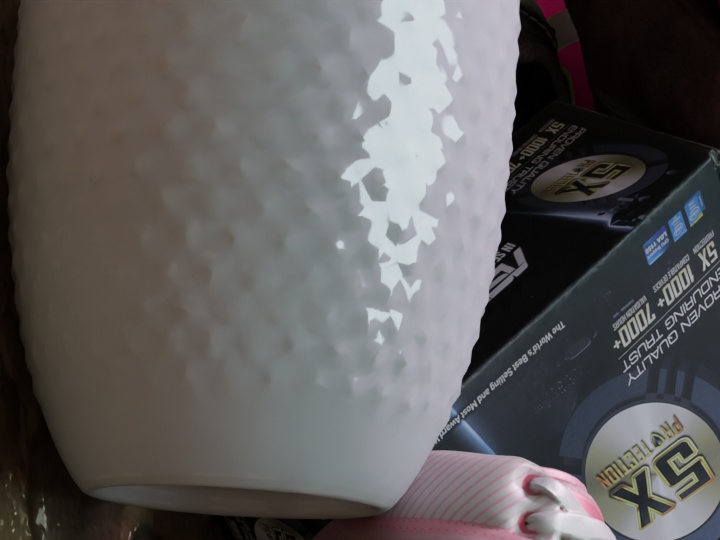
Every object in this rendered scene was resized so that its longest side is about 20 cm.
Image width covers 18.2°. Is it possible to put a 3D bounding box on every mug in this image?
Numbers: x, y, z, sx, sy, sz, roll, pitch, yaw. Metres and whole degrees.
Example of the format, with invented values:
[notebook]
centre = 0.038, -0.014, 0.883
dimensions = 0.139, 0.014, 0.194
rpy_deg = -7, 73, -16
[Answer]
[mug]
centre = -0.035, -0.015, 0.675
dimensions = 0.200, 0.147, 0.176
rpy_deg = 135, -40, -74

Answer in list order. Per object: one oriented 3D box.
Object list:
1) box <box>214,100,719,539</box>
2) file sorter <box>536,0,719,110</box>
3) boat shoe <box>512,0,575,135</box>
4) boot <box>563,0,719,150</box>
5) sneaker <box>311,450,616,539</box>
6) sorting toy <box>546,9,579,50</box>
[box]
centre = 0.055, 0.066, 0.803
dimensions = 0.200, 0.086, 0.164
rpy_deg = -40, 128, -24
[file sorter]
centre = 0.155, -0.076, 1.027
dimensions = 0.125, 0.139, 0.200
rpy_deg = 16, 36, -45
[boat shoe]
centre = 0.052, -0.019, 0.964
dimensions = 0.061, 0.072, 0.202
rpy_deg = -111, -160, -57
[boot]
centre = 0.121, -0.101, 0.855
dimensions = 0.166, 0.072, 0.200
rpy_deg = -125, -162, -63
[sneaker]
centre = 0.059, 0.112, 0.633
dimensions = 0.105, 0.200, 0.075
rpy_deg = -55, 138, -14
[sorting toy]
centre = 0.076, -0.176, 0.993
dimensions = 0.107, 0.200, 0.180
rpy_deg = -11, 80, -50
